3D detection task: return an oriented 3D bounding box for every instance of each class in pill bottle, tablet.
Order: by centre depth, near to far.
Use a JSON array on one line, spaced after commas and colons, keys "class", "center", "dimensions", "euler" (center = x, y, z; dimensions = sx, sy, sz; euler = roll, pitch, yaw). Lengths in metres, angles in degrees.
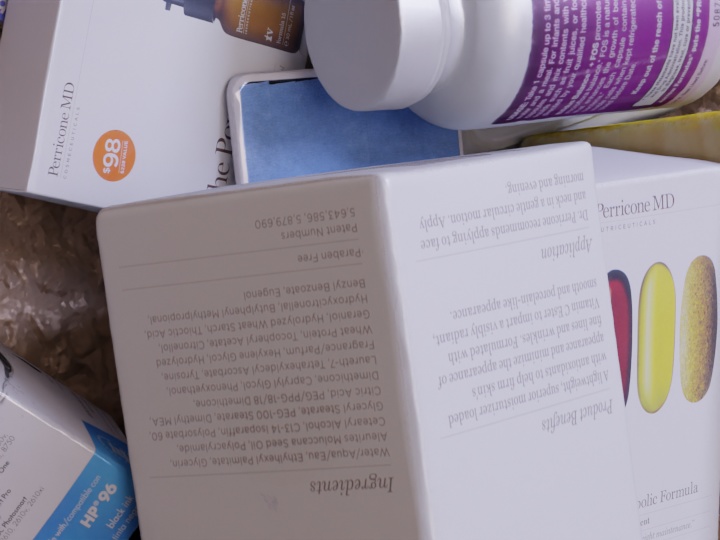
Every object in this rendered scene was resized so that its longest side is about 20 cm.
[{"class": "pill bottle", "center": [0.077, -0.126, 1.267], "dimensions": [0.200, 0.112, 0.113], "euler": [-8, 92, -34]}, {"class": "tablet", "center": [0.000, 0.000, 1.285], "dimensions": [0.130, 0.014, 0.201], "euler": [-6, 93, -30]}]

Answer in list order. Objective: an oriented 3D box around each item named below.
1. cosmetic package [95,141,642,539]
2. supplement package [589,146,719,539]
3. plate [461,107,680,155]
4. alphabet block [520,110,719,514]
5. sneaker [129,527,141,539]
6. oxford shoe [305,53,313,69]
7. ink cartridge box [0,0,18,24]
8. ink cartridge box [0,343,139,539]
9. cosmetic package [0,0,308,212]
[{"class": "cosmetic package", "center": [0.007, 0.055, 1.157], "dimensions": [0.165, 0.165, 0.201], "euler": [-10, 94, -52]}, {"class": "supplement package", "center": [0.101, 0.046, 1.264], "dimensions": [0.114, 0.109, 0.201], "euler": [-10, 105, -44]}, {"class": "plate", "center": [0.097, -0.148, 1.365], "dimensions": [0.200, 0.032, 0.200], "euler": [-21, 117, -29]}, {"class": "alphabet block", "center": [0.222, 0.012, 1.352], "dimensions": [0.195, 0.196, 0.201], "euler": [-9, 92, -44]}, {"class": "sneaker", "center": [-0.104, 0.186, 1.250], "dimensions": [0.090, 0.070, 0.201], "euler": [14, 75, -36]}, {"class": "oxford shoe", "center": [-0.004, -0.014, 1.325], "dimensions": [0.075, 0.058, 0.200], "euler": [-13, 93, -27]}, {"class": "ink cartridge box", "center": [-0.167, -0.229, 1.250], "dimensions": [0.119, 0.042, 0.200], "euler": [38, 69, -25]}, {"class": "ink cartridge box", "center": [-0.196, 0.056, 1.174], "dimensions": [0.200, 0.116, 0.068], "euler": [35, 92, -24]}, {"class": "cosmetic package", "center": [-0.094, -0.123, 1.256], "dimensions": [0.151, 0.052, 0.200], "euler": [11, 88, -39]}]
